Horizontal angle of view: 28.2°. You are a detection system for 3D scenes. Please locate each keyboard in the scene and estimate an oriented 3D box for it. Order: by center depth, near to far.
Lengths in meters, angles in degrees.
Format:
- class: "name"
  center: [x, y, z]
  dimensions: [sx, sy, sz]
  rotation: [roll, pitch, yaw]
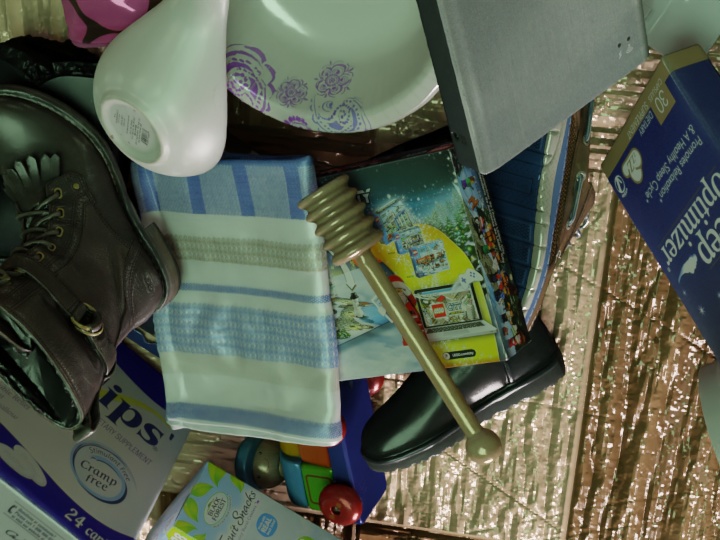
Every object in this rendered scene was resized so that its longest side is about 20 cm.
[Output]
- class: "keyboard"
  center: [0.230, -0.213, 0.854]
  dimensions: [0.056, 0.011, 0.200]
  rotation: [38, 122, 12]

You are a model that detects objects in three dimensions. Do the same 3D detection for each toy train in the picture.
- class: "toy train"
  center: [-0.049, 0.089, 1.061]
  dimensions: [0.115, 0.085, 0.200]
  rotation: [3, 120, 26]

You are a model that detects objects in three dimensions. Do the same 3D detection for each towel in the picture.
- class: "towel"
  center: [-0.083, 0.020, 0.955]
  dimensions: [0.147, 0.024, 0.201]
  rotation: [5, 109, 30]

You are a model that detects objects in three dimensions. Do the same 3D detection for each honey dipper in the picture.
- class: "honey dipper"
  center: [0.027, 0.035, 0.884]
  dimensions: [0.038, 0.038, 0.200]
  rotation: [-30, 91, 25]

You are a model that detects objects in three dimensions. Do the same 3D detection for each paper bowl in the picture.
- class: "paper bowl"
  center: [-0.014, -0.192, 0.860]
  dimensions: [0.200, 0.104, 0.201]
  rotation: [12, 125, 18]

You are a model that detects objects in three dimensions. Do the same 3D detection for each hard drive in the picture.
- class: "hard drive"
  center: [0.089, -0.171, 0.782]
  dimensions: [0.033, 0.139, 0.200]
  rotation: [32, 150, 45]

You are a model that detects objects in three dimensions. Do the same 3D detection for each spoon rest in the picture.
- class: "spoon rest"
  center: [-0.114, -0.127, 0.861]
  dimensions: [0.099, 0.061, 0.200]
  rotation: [37, 148, 6]

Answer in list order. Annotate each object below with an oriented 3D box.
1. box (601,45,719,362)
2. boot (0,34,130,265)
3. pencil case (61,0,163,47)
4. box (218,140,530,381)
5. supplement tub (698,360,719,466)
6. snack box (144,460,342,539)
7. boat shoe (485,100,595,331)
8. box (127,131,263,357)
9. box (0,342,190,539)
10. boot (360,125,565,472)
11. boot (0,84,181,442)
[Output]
- class: "box"
  center: [0.222, -0.020, 0.859]
  dimensions: [0.032, 0.200, 0.121]
  rotation: [-20, 157, -20]
- class: "boot"
  center: [-0.242, -0.081, 1.003]
  dimensions: [0.200, 0.076, 0.169]
  rotation: [9, 112, 20]
- class: "pencil case"
  center: [-0.153, -0.238, 0.887]
  dimensions: [0.093, 0.091, 0.200]
  rotation: [4, 122, 14]
- class: "box"
  center: [0.000, 0.000, 0.934]
  dimensions: [0.200, 0.038, 0.137]
  rotation: [-9, 101, 34]
- class: "supplement tub"
  center: [0.338, 0.087, 0.932]
  dimensions: [0.200, 0.145, 0.145]
  rotation: [-23, 112, 22]
- class: "snack box"
  center: [-0.073, 0.251, 1.125]
  dimensions: [0.200, 0.068, 0.169]
  rotation: [32, 144, -5]
- class: "boat shoe"
  center: [0.117, -0.042, 0.929]
  dimensions: [0.072, 0.072, 0.201]
  rotation: [28, 114, 42]
- class: "box"
  center: [-0.117, -0.002, 1.045]
  dimensions: [0.121, 0.032, 0.200]
  rotation: [33, 121, -7]
- class: "box"
  center: [-0.240, 0.124, 1.043]
  dimensions: [0.184, 0.200, 0.105]
  rotation: [41, 118, -12]
- class: "boot"
  center: [0.033, 0.022, 0.989]
  dimensions: [0.165, 0.066, 0.200]
  rotation: [-31, 115, -3]
- class: "boot"
  center: [-0.197, -0.011, 0.877]
  dimensions: [0.069, 0.174, 0.200]
  rotation: [-35, 100, 28]
